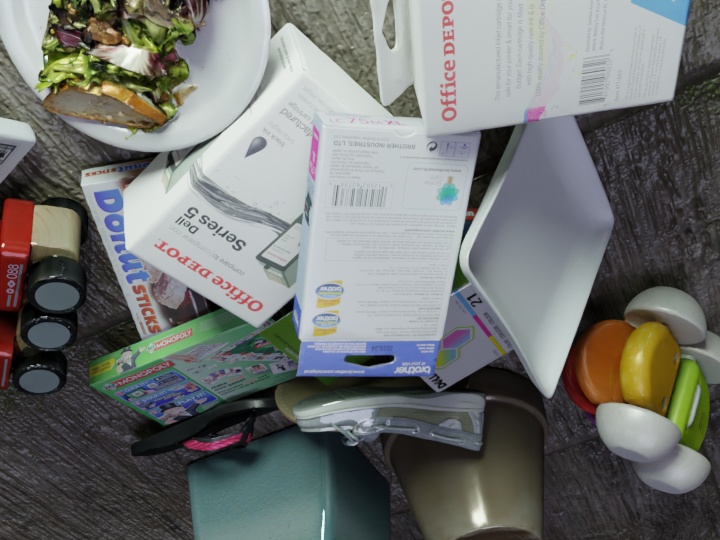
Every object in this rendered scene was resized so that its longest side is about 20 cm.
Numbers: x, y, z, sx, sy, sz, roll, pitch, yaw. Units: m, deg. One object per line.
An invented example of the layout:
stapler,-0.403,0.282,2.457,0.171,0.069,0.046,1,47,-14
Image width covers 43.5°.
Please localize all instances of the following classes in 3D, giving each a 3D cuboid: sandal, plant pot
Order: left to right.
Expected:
sandal,-0.163,0.183,0.991,0.199,0.045,0.075,-24,159,21
plant pot,-0.074,0.329,1.057,0.194,0.201,0.197,-22,135,13
sandal,0.014,0.145,0.975,0.209,0.078,0.070,-9,144,-9
plant pot,0.127,0.237,1.013,0.198,0.175,0.201,-3,135,-3

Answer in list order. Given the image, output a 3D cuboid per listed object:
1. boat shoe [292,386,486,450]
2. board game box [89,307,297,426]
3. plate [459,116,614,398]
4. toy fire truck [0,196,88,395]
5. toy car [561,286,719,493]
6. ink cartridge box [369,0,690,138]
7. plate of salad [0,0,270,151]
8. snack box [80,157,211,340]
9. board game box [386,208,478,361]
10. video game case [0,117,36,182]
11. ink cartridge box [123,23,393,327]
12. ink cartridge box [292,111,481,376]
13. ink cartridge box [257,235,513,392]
boat shoe,0.032,0.150,0.895,0.200,0.066,0.074,1,178,-21
board game box,-0.151,0.094,0.909,0.198,0.029,0.135,-21,146,13
plate,0.148,-0.028,0.757,0.032,0.201,0.200,7,148,37
toy fire truck,-0.338,0.028,0.749,0.198,0.129,0.177,8,135,-22
toy car,0.293,0.124,0.952,0.149,0.176,0.200,1,150,44
ink cartridge box,0.103,-0.187,0.608,0.198,0.126,0.129,-8,136,0
plate of salad,-0.160,-0.170,0.611,0.198,0.048,0.202,4,120,7
snack box,-0.187,-0.014,0.814,0.071,0.024,0.201,-10,136,-3
board game box,0.086,0.019,0.893,0.102,0.020,0.201,0,135,-7
video game case,-0.372,-0.062,0.666,0.182,0.024,0.199,-39,159,24
ink cartridge box,-0.071,-0.067,0.718,0.200,0.084,0.145,-41,128,19
ink cartridge box,0.014,-0.015,0.677,0.118,0.042,0.202,1,113,-16
ink cartridge box,0.033,0.059,0.817,0.199,0.076,0.148,-32,145,9
